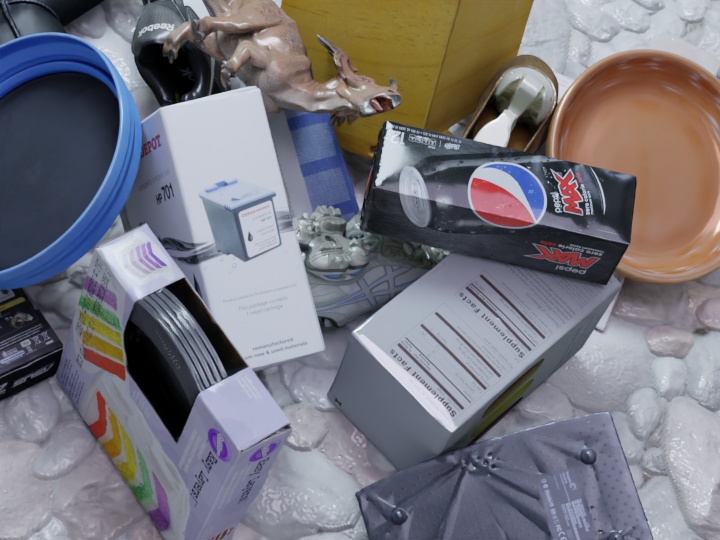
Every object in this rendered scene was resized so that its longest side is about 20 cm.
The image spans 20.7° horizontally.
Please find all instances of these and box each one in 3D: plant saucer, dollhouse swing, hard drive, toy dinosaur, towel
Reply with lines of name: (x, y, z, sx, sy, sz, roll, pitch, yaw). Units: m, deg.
plant saucer: (0.243, -0.085, 1.661, 0.199, 0.037, 0.201, 4, 79, -19)
dollhouse swing: (0.042, -0.219, 1.655, 0.181, 0.201, 0.176, 19, 32, 7)
hard drive: (0.109, 0.193, 1.459, 0.199, 0.042, 0.135, -18, 72, 1)
toy dinosaur: (-0.068, -0.172, 1.560, 0.135, 0.086, 0.200, -25, 73, -27)
towel: (-0.098, -0.052, 1.576, 0.199, 0.024, 0.148, -18, 92, -25)

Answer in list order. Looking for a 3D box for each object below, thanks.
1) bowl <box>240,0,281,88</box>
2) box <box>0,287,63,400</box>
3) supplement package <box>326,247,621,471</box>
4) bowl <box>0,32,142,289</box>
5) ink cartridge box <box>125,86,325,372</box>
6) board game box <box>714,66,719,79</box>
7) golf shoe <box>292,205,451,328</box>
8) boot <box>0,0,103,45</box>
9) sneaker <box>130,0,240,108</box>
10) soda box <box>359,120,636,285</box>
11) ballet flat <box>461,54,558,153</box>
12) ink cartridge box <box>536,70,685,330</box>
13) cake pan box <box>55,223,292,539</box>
bowl: (-0.060, -0.250, 1.705, 0.200, 0.090, 0.202, 8, 57, -12)
box: (-0.346, 0.046, 1.463, 0.200, 0.049, 0.161, -28, 71, -29)
supplement package: (0.087, 0.055, 1.538, 0.110, 0.114, 0.200, 44, 62, 14)
bowl: (-0.248, -0.078, 1.454, 0.200, 0.039, 0.201, -13, 61, 24)
ink cartridge box: (-0.108, -0.020, 1.472, 0.086, 0.146, 0.201, -15, 88, -23)
board game box: (0.410, -0.104, 1.780, 0.134, 0.034, 0.201, -2, 59, -18)
golf shoe: (0.000, 0.000, 1.576, 0.199, 0.097, 0.078, -2, 43, -45)
boot: (-0.249, -0.191, 1.625, 0.198, 0.073, 0.163, -19, 63, -18)
sneaker: (-0.152, -0.202, 1.621, 0.090, 0.066, 0.201, 8, 65, -63)
soda box: (0.104, -0.051, 1.495, 0.199, 0.071, 0.064, 12, 60, -3)
ballet flat: (0.117, -0.117, 1.619, 0.068, 0.072, 0.200, 34, 60, 4)
ink cartridge box: (0.169, -0.063, 1.692, 0.160, 0.050, 0.201, 24, 74, 0)
cake pan box: (-0.137, 0.090, 1.404, 0.052, 0.200, 0.184, -28, 72, -31)
